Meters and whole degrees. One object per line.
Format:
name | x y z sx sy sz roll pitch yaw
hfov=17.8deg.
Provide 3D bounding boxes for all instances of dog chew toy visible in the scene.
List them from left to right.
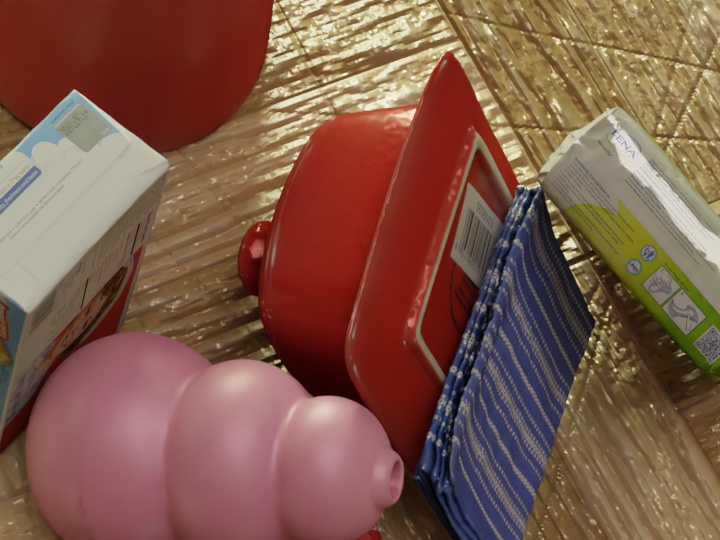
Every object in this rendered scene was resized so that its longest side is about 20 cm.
dog chew toy | -0.074 0.099 1.211 0.199 0.125 0.125 4 59 20

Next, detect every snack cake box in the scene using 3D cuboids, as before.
snack cake box | -0.173 0.007 1.213 0.067 0.200 0.115 37 61 6

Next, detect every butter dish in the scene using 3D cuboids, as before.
butter dish | 0.000 0.000 1.297 0.147 0.200 0.200 8 65 25

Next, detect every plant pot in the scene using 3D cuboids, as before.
plant pot | -0.132 -0.196 1.338 0.199 0.178 0.202 6 63 -12

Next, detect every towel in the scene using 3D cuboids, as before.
towel | 0.088 0.071 1.296 0.024 0.145 0.201 5 57 27

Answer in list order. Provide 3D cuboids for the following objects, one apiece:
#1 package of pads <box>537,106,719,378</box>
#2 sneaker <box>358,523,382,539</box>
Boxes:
package of pads | 0.180 -0.013 1.326 0.068 0.200 0.155 -41 79 6
sneaker | 0.019 0.177 1.254 0.199 0.078 0.116 21 62 -6
